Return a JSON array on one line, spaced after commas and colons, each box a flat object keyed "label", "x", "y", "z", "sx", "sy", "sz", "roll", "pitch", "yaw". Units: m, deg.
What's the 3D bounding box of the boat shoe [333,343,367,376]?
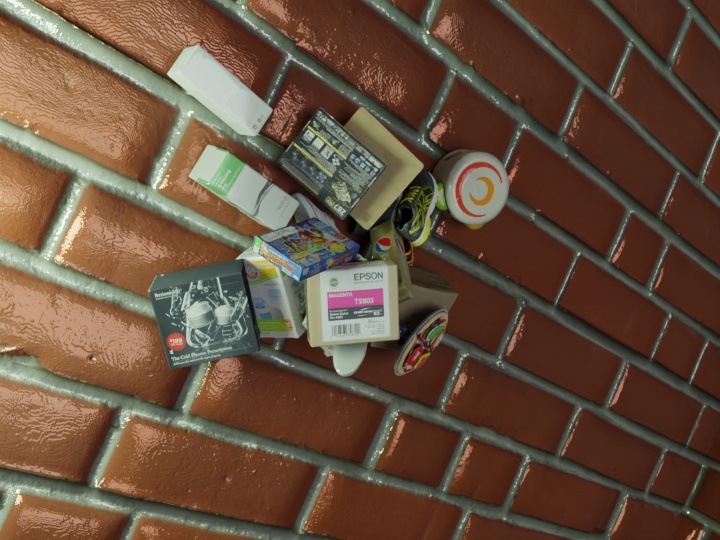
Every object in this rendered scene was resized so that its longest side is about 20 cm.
[{"label": "boat shoe", "x": -0.011, "y": 0.158, "z": 1.552, "sx": 0.064, "sy": 0.070, "sz": 0.202, "roll": 83, "pitch": 19, "yaw": -52}]

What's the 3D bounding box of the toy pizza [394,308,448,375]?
[{"label": "toy pizza", "x": 0.156, "y": 0.182, "z": 1.675, "sx": 0.200, "sy": 0.032, "sz": 0.201, "roll": -41, "pitch": 154, "yaw": -25}]

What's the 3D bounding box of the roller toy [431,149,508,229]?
[{"label": "roller toy", "x": 0.280, "y": -0.217, "z": 1.771, "sx": 0.198, "sy": 0.140, "sz": 0.184, "roll": 28, "pitch": 93, "yaw": -23}]

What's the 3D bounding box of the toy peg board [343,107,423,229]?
[{"label": "toy peg board", "x": 0.011, "y": -0.235, "z": 1.611, "sx": 0.200, "sy": 0.098, "sz": 0.200, "roll": 42, "pitch": 94, "yaw": 0}]

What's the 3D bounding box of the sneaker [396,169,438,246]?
[{"label": "sneaker", "x": 0.136, "y": -0.164, "z": 1.673, "sx": 0.084, "sy": 0.074, "sz": 0.203, "roll": 27, "pitch": 61, "yaw": -41}]

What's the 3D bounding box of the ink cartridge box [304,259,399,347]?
[{"label": "ink cartridge box", "x": -0.018, "y": 0.069, "z": 1.470, "sx": 0.197, "sy": 0.075, "sz": 0.168, "roll": -5, "pitch": 101, "yaw": -9}]

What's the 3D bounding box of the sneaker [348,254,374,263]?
[{"label": "sneaker", "x": 0.000, "y": 0.000, "z": 1.580, "sx": 0.199, "sy": 0.072, "sz": 0.072, "roll": -29, "pitch": 144, "yaw": -58}]

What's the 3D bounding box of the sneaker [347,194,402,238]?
[{"label": "sneaker", "x": 0.037, "y": -0.175, "z": 1.675, "sx": 0.105, "sy": 0.075, "sz": 0.203, "roll": 5, "pitch": 100, "yaw": -31}]

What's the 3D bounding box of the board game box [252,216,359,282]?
[{"label": "board game box", "x": -0.111, "y": -0.049, "z": 1.434, "sx": 0.199, "sy": 0.135, "sz": 0.035, "roll": -23, "pitch": 139, "yaw": -51}]

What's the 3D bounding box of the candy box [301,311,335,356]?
[{"label": "candy box", "x": -0.058, "y": 0.082, "z": 1.616, "sx": 0.137, "sy": 0.060, "sz": 0.202, "roll": 57, "pitch": 39, "yaw": -43}]

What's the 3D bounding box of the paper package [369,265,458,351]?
[{"label": "paper package", "x": 0.118, "y": 0.097, "z": 1.734, "sx": 0.188, "sy": 0.104, "sz": 0.202, "roll": 13, "pitch": 117, "yaw": -32}]

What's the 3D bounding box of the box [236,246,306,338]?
[{"label": "box", "x": -0.187, "y": 0.040, "z": 1.553, "sx": 0.101, "sy": 0.111, "sz": 0.203, "roll": -46, "pitch": 128, "yaw": -55}]

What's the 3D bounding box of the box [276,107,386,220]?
[{"label": "box", "x": -0.064, "y": -0.238, "z": 1.541, "sx": 0.199, "sy": 0.049, "sz": 0.162, "roll": 39, "pitch": 92, "yaw": 0}]

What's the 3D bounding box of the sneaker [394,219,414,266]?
[{"label": "sneaker", "x": 0.104, "y": -0.026, "z": 1.750, "sx": 0.078, "sy": 0.077, "sz": 0.203, "roll": -22, "pitch": 114, "yaw": -27}]

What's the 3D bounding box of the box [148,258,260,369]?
[{"label": "box", "x": -0.328, "y": 0.091, "z": 1.466, "sx": 0.197, "sy": 0.104, "sz": 0.185, "roll": -12, "pitch": 108, "yaw": -4}]

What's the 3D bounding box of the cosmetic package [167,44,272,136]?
[{"label": "cosmetic package", "x": -0.290, "y": -0.369, "z": 1.419, "sx": 0.199, "sy": 0.101, "sz": 0.072, "roll": 37, "pitch": 82, "yaw": -32}]

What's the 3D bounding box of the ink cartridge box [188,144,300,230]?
[{"label": "ink cartridge box", "x": -0.247, "y": -0.173, "z": 1.464, "sx": 0.199, "sy": 0.146, "sz": 0.085, "roll": 34, "pitch": 85, "yaw": -32}]

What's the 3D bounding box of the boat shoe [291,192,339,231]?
[{"label": "boat shoe", "x": -0.090, "y": -0.099, "z": 1.596, "sx": 0.065, "sy": 0.073, "sz": 0.202, "roll": -32, "pitch": 91, "yaw": -33}]

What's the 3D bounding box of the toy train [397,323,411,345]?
[{"label": "toy train", "x": 0.057, "y": 0.103, "z": 1.635, "sx": 0.046, "sy": 0.034, "sz": 0.200, "roll": -40, "pitch": 99, "yaw": 11}]

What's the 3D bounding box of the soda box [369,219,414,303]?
[{"label": "soda box", "x": 0.072, "y": -0.019, "z": 1.614, "sx": 0.063, "sy": 0.202, "sz": 0.068, "roll": -24, "pitch": 137, "yaw": 17}]
